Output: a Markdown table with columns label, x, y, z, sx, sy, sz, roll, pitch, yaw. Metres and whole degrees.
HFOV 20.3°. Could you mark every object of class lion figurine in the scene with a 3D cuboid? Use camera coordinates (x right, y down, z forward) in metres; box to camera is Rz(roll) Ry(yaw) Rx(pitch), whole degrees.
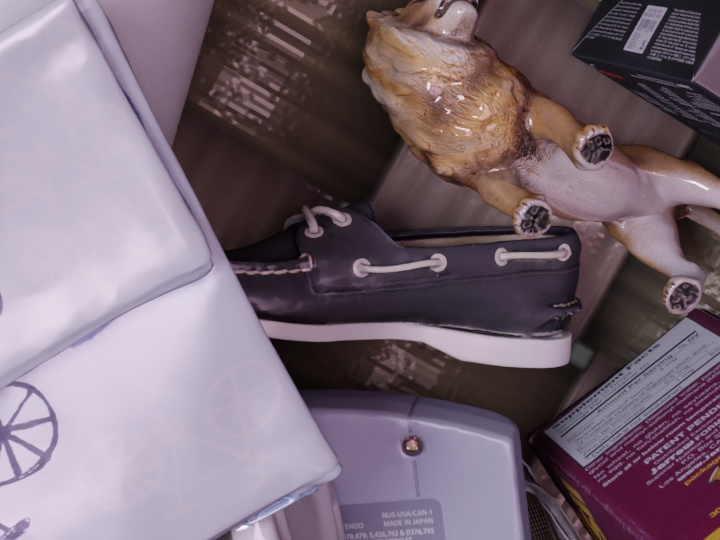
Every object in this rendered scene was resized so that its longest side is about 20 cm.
| label | x | y | z | sx | sy | sz | roll | pitch | yaw |
| --- | --- | --- | --- | --- | --- | --- | --- | --- | --- |
| lion figurine | 0.091 | -0.042 | 0.836 | 0.200 | 0.122 | 0.073 | 32 | 98 | -31 |

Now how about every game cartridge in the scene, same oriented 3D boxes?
| label | x | y | z | sx | sy | sz | roll | pitch | yaw |
| --- | --- | --- | --- | --- | --- | --- | --- | --- | --- |
| game cartridge | -0.028 | 0.117 | 0.832 | 0.200 | 0.040 | 0.134 | -5 | 105 | 10 |

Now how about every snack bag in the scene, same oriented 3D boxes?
| label | x | y | z | sx | sy | sz | roll | pitch | yaw |
| --- | --- | --- | --- | --- | --- | --- | --- | --- | --- |
| snack bag | -0.123 | 0.039 | 0.639 | 0.188 | 0.021 | 0.200 | -31 | 115 | -10 |

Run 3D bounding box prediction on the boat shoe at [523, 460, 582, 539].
| label | x | y | z | sx | sy | sz | roll | pitch | yaw |
| --- | --- | --- | --- | --- | --- | --- | --- | --- | --- |
| boat shoe | 0.082 | 0.173 | 0.878 | 0.072 | 0.071 | 0.200 | -27 | 104 | -7 |

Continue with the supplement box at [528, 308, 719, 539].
| label | x | y | z | sx | sy | sz | roll | pitch | yaw |
| --- | --- | --- | --- | --- | --- | --- | --- | --- | --- |
| supplement box | 0.167 | 0.112 | 0.819 | 0.103 | 0.200 | 0.131 | -36 | 105 | -3 |

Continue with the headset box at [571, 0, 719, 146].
| label | x | y | z | sx | sy | sz | roll | pitch | yaw |
| --- | --- | --- | --- | --- | --- | --- | --- | --- | --- |
| headset box | 0.205 | -0.065 | 0.823 | 0.200 | 0.149 | 0.075 | 30 | 93 | -15 |

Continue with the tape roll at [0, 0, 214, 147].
| label | x | y | z | sx | sy | sz | roll | pitch | yaw |
| --- | --- | --- | --- | --- | --- | --- | --- | --- | --- |
| tape roll | -0.152 | -0.105 | 0.710 | 0.202 | 0.203 | 0.139 | 16 | 96 | -15 |

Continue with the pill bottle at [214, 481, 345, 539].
| label | x | y | z | sx | sy | sz | roll | pitch | yaw |
| --- | --- | --- | --- | --- | --- | --- | --- | --- | --- |
| pill bottle | -0.113 | 0.112 | 0.770 | 0.200 | 0.111 | 0.112 | -15 | 104 | 11 |

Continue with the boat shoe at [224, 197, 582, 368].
| label | x | y | z | sx | sy | sz | roll | pitch | yaw |
| --- | --- | --- | --- | --- | --- | --- | --- | --- | --- |
| boat shoe | 0.000 | 0.000 | 0.829 | 0.200 | 0.074 | 0.060 | 7 | 99 | -16 |
